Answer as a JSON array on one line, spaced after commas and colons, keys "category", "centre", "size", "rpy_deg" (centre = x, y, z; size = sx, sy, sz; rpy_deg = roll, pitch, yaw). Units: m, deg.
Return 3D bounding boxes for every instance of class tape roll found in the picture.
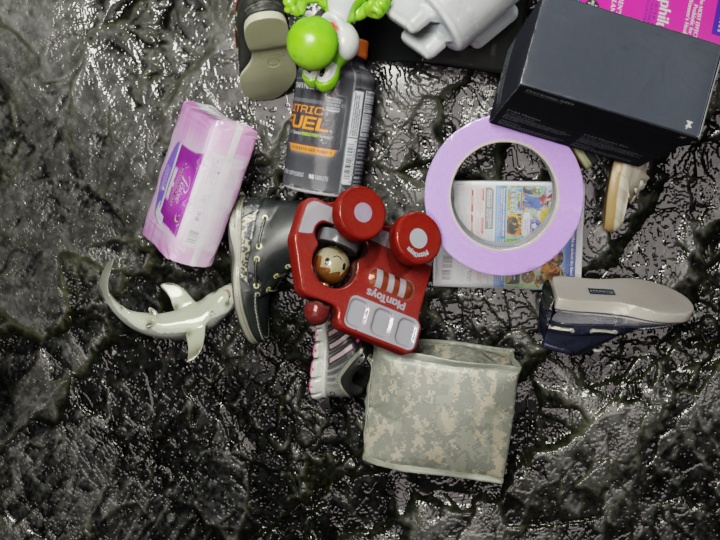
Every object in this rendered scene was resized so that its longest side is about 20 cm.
[{"category": "tape roll", "centre": [0.182, -0.098, 1.114], "size": [0.198, 0.066, 0.203], "rpy_deg": [1, 100, 8]}]

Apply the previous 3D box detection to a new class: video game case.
[{"category": "video game case", "centre": [0.196, -0.047, 1.162], "size": [0.197, 0.018, 0.145], "rpy_deg": [2, 99, 8]}]

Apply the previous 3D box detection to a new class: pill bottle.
[{"category": "pill bottle", "centre": [-0.038, -0.201, 1.125], "size": [0.105, 0.106, 0.202], "rpy_deg": [9, 99, 6]}]

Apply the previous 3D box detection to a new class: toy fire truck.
[{"category": "toy fire truck", "centre": [0.000, 0.000, 1.086], "size": [0.198, 0.112, 0.170], "rpy_deg": [22, 73, -21]}]

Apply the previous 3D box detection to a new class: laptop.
[{"category": "laptop", "centre": [0.104, -0.355, 1.107], "size": [0.198, 0.116, 0.190], "rpy_deg": [5, 100, -10]}]

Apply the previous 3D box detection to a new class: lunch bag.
[{"category": "lunch bag", "centre": [0.101, 0.181, 1.161], "size": [0.198, 0.118, 0.166], "rpy_deg": [7, 100, 2]}]

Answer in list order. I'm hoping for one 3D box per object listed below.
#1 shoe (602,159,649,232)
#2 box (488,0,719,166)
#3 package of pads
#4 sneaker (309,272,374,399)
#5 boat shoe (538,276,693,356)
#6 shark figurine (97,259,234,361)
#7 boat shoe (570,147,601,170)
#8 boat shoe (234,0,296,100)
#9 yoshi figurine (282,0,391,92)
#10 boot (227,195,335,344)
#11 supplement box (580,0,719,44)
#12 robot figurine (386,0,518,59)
[{"category": "shoe", "centre": [0.349, -0.144, 1.098], "size": [0.053, 0.070, 0.202], "rpy_deg": [14, 98, 14]}, {"category": "box", "centre": [0.265, -0.206, 0.974], "size": [0.198, 0.182, 0.105], "rpy_deg": [16, 88, -2]}, {"category": "package of pads", "centre": [-0.215, -0.115, 1.154], "size": [0.075, 0.120, 0.202], "rpy_deg": [13, 103, -37]}, {"category": "sneaker", "centre": [-0.016, 0.086, 1.186], "size": [0.086, 0.074, 0.202], "rpy_deg": [9, 105, 7]}, {"category": "boat shoe", "centre": [0.327, 0.065, 1.143], "size": [0.198, 0.075, 0.094], "rpy_deg": [7, 125, -1]}, {"category": "shark figurine", "centre": [-0.279, 0.070, 1.220], "size": [0.212, 0.090, 0.129], "rpy_deg": [7, 66, -1]}, {"category": "boat shoe", "centre": [0.267, -0.229, 1.096], "size": [0.065, 0.072, 0.203], "rpy_deg": [-23, 90, 15]}, {"category": "boat shoe", "centre": [-0.120, -0.283, 1.094], "size": [0.073, 0.202, 0.064], "rpy_deg": [-8, 71, -8]}, {"category": "yoshi figurine", "centre": [-0.029, -0.308, 0.998], "size": [0.111, 0.112, 0.202], "rpy_deg": [12, 101, -30]}, {"category": "boot", "centre": [-0.096, -0.004, 1.182], "size": [0.152, 0.073, 0.206], "rpy_deg": [-4, 98, 6]}, {"category": "supplement box", "centre": [0.332, -0.307, 1.032], "size": [0.198, 0.103, 0.102], "rpy_deg": [14, 84, -7]}, {"category": "robot figurine", "centre": [0.125, -0.334, 0.996], "size": [0.200, 0.113, 0.170], "rpy_deg": [-42, 136, 1]}]
